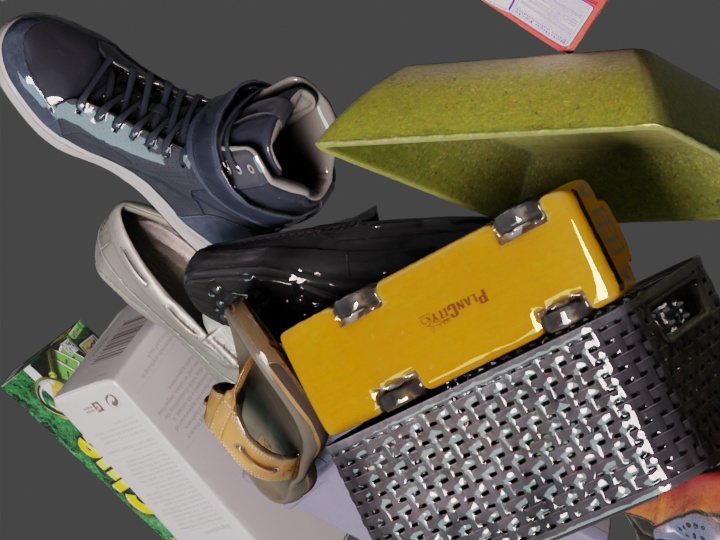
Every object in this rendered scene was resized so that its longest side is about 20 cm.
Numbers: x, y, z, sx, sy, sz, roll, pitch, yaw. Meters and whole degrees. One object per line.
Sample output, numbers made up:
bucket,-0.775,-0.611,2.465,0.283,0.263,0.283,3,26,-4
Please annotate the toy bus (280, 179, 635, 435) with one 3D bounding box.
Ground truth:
toy bus,0.053,0.019,1.210,0.199,0.078,0.065,-28,87,31

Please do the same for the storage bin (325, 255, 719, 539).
storage bin,0.099,0.083,1.223,0.199,0.135,0.094,-26,90,32

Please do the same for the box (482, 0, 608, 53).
box,0.050,-0.205,1.082,0.199,0.095,0.103,33,160,2

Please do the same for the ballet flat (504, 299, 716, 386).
ballet flat,0.142,0.054,1.313,0.199,0.070,0.070,26,140,6

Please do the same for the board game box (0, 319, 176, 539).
board game box,-0.152,0.125,1.628,0.200,0.024,0.105,44,142,-11

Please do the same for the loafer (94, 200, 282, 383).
loafer,-0.079,0.028,1.436,0.199,0.070,0.070,33,155,5

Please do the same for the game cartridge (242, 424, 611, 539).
game cartridge,0.040,0.139,1.432,0.199,0.039,0.130,29,145,-15

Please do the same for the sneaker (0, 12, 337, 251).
sneaker,-0.103,-0.092,1.321,0.202,0.077,0.146,37,153,-18

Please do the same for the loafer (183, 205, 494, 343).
loafer,0.000,0.000,1.317,0.199,0.071,0.068,0,141,11

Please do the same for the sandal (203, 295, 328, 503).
sandal,-0.062,0.086,1.323,0.082,0.054,0.200,53,162,18

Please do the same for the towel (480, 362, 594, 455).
towel,0.074,0.094,1.440,0.149,0.031,0.200,33,143,6

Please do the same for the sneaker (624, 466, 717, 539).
sneaker,0.231,0.156,1.331,0.198,0.105,0.060,7,148,26

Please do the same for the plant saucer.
plant saucer,0.112,-0.067,1.171,0.198,0.048,0.199,-1,169,35

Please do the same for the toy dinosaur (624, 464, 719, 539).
toy dinosaur,0.193,0.116,1.240,0.181,0.105,0.201,23,143,44

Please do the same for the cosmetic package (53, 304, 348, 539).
cosmetic package,-0.094,0.117,1.518,0.074,0.102,0.200,-19,116,45
